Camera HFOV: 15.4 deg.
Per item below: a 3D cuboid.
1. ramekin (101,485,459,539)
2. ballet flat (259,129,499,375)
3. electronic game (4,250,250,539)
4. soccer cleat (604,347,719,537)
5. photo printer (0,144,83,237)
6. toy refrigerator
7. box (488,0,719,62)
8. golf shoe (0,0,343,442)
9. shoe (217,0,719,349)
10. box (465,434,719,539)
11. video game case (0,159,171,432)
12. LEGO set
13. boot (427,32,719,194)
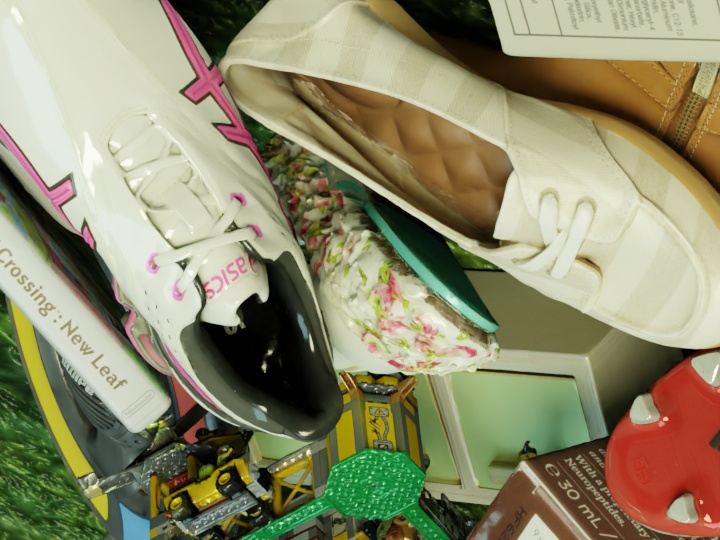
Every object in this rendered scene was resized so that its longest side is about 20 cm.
[{"bbox_3d":[-0.038,0.160,1.270,0.201,0.095,0.202,-2,-175,0],"label":"ramekin"},{"bbox_3d":[0.000,0.000,0.963,0.076,0.064,0.200,38,-170,-23],"label":"ballet flat"},{"bbox_3d":[-0.106,0.039,1.158,0.200,0.041,0.201,41,142,44],"label":"electronic game"},{"bbox_3d":[0.177,0.036,0.897,0.199,0.069,0.085,-30,163,18],"label":"soccer cleat"},{"bbox_3d":[-0.133,-0.103,0.934,0.166,0.069,0.200,47,174,46],"label":"photo printer"},{"bbox_3d":[0.033,0.048,1.098,0.199,0.070,0.076,3,120,37],"label":"toy refrigerator"},{"bbox_3d":[0.129,-0.112,0.723,0.199,0.078,0.095,6,127,34],"label":"box"},{"bbox_3d":[-0.059,-0.027,0.858,0.092,0.073,0.200,36,162,50],"label":"golf shoe"},{"bbox_3d":[0.038,-0.030,0.860,0.199,0.053,0.070,34,134,22],"label":"shoe"},{"bbox_3d":[0.135,0.110,0.981,0.100,0.199,0.075,47,124,26],"label":"box"},{"bbox_3d":[-0.149,-0.043,0.983,0.182,0.022,0.200,51,-179,-24],"label":"video game case"},{"bbox_3d":[0.000,0.095,1.043,0.153,0.116,0.200,-35,127,24],"label":"LEGO set"},{"bbox_3d":[0.078,-0.068,0.881,0.199,0.077,0.156,29,148,17],"label":"boot"}]
